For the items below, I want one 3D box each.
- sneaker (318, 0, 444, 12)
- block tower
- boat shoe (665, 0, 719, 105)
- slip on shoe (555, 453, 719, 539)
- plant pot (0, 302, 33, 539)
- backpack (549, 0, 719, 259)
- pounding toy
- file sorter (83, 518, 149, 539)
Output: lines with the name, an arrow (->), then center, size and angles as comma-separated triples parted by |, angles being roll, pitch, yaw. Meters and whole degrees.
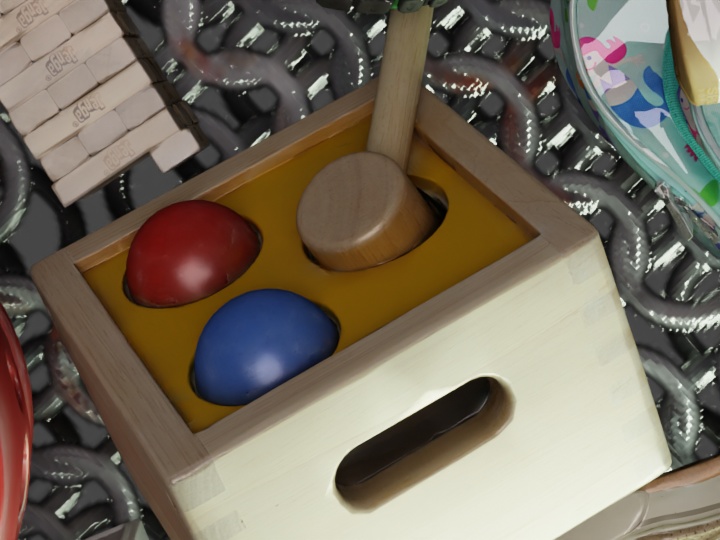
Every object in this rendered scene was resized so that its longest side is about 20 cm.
sneaker -> -0.029, -0.165, 0.775 | 0.200, 0.078, 0.085 | 37, 56, 18
block tower -> -0.133, -0.116, 0.829 | 0.058, 0.054, 0.201 | -33, 95, 5
boat shoe -> 0.121, -0.155, 0.698 | 0.069, 0.071, 0.202 | -7, 88, 7
slip on shoe -> 0.131, 0.100, 0.823 | 0.199, 0.076, 0.061 | -26, 82, 17
plant pot -> -0.211, 0.064, 0.779 | 0.199, 0.182, 0.202 | 0, 90, -2
backpack -> 0.168, -0.083, 0.789 | 0.200, 0.151, 0.178 | 43, 95, 1
pounding toy -> 0.000, 0.000, 0.769 | 0.199, 0.184, 0.143 | -29, 124, -10
file sorter -> -0.154, 0.203, 0.826 | 0.199, 0.139, 0.125 | -22, 99, 3
